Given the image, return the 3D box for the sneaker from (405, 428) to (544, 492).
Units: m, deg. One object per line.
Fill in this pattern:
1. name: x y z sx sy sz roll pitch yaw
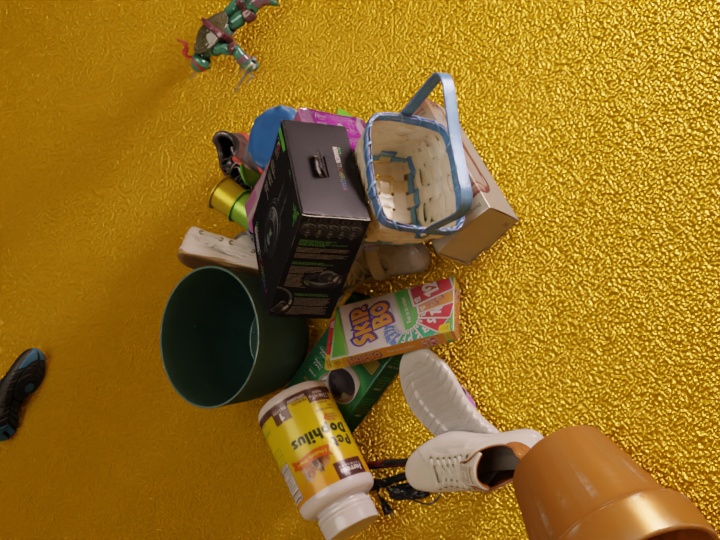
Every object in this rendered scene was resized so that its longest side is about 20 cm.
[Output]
1. sneaker: 0.129 0.241 1.266 0.198 0.084 0.074 -20 89 31

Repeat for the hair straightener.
1. hair straightener: 0.049 0.296 1.386 0.198 0.041 0.078 -13 73 30

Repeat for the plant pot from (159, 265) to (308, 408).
1. plant pot: -0.172 0.099 1.506 0.198 0.160 0.204 -3 85 36

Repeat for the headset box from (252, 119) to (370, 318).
1. headset box: -0.067 -0.069 1.309 0.201 0.091 0.176 114 152 -44

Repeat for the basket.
1. basket: 0.070 -0.127 1.260 0.200 0.137 0.179 142 126 -62

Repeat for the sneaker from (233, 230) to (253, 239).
1. sneaker: -0.219 0.030 1.610 0.074 0.082 0.202 29 99 37

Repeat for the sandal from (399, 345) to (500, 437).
1. sandal: 0.124 0.186 1.340 0.083 0.050 0.203 -46 71 26

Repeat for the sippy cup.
1. sippy cup: -0.096 -0.181 1.522 0.139 0.130 0.179 38 99 33

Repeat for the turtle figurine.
1. turtle figurine: -0.223 -0.387 1.694 0.201 0.100 0.150 -52 55 11

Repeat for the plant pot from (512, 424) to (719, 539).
1. plant pot: 0.266 0.282 1.136 0.201 0.199 0.184 -50 40 18

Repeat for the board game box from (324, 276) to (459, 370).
1. board game box: 0.039 0.073 1.374 0.198 0.030 0.096 -18 42 23

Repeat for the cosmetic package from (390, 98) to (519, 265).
1. cosmetic package: 0.116 -0.122 1.382 0.103 0.087 0.201 -41 59 22

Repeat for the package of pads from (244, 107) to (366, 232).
1. package of pads: -0.072 -0.129 1.439 0.201 0.119 0.076 -55 44 37

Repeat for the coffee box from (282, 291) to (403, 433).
1. coffee box: -0.020 0.145 1.460 0.123 0.044 0.201 44 107 34

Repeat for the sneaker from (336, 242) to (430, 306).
1. sneaker: 0.000 0.000 1.424 0.198 0.076 0.115 5 41 42

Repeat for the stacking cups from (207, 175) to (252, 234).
1. stacking cups: -0.142 -0.064 1.548 0.199 0.060 0.061 38 104 14

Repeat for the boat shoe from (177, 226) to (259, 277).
1. boat shoe: -0.177 -0.024 1.555 0.197 0.071 0.070 16 64 -2

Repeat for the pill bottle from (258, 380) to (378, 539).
1. pill bottle: -0.053 0.259 1.370 0.109 0.109 0.201 -40 66 24

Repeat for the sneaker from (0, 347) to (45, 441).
1. sneaker: -0.666 0.223 1.921 0.082 0.073 0.201 41 105 37

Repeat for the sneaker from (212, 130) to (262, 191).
1. sneaker: -0.188 -0.142 1.621 0.077 0.081 0.201 -43 60 22
